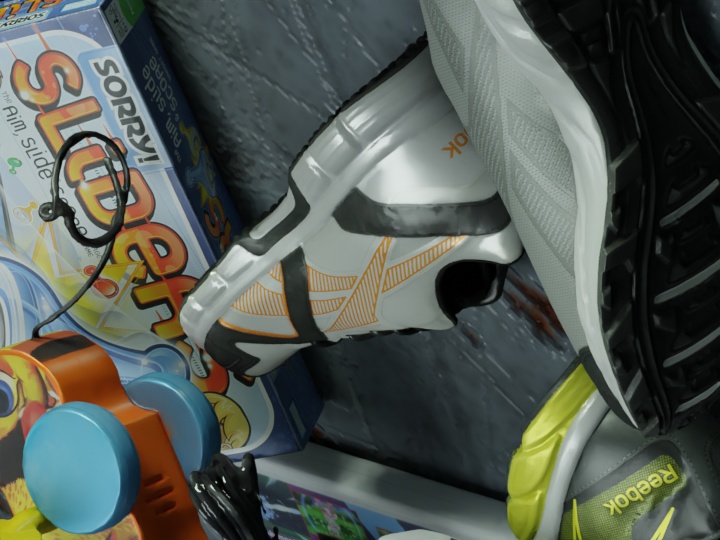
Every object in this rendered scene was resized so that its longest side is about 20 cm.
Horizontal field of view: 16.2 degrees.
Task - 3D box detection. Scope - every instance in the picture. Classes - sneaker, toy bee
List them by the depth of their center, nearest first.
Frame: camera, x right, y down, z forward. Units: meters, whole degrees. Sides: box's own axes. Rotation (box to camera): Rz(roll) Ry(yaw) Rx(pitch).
[{"bbox_3d":[0.067,-0.044,0.752,0.079,0.074,0.201,13,128,57],"label":"sneaker"},{"bbox_3d":[0.000,0.000,0.870,0.080,0.074,0.200,46,149,1],"label":"sneaker"},{"bbox_3d":[0.092,0.116,0.876,0.084,0.074,0.201,30,144,27],"label":"sneaker"},{"bbox_3d":[-0.106,0.065,0.947,0.108,0.131,0.201,-13,72,36],"label":"toy bee"}]

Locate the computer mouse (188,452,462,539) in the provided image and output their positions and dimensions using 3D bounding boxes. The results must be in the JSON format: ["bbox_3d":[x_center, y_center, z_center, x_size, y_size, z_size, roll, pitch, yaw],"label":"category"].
[{"bbox_3d":[0.029,0.124,0.859,0.199,0.044,0.110,6,122,38],"label":"computer mouse"}]

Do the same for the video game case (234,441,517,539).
[{"bbox_3d":[0.024,0.153,1.052,0.199,0.023,0.183,14,134,45],"label":"video game case"}]

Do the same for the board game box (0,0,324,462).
[{"bbox_3d":[-0.112,-0.009,0.982,0.135,0.035,0.201,-12,118,24],"label":"board game box"}]
